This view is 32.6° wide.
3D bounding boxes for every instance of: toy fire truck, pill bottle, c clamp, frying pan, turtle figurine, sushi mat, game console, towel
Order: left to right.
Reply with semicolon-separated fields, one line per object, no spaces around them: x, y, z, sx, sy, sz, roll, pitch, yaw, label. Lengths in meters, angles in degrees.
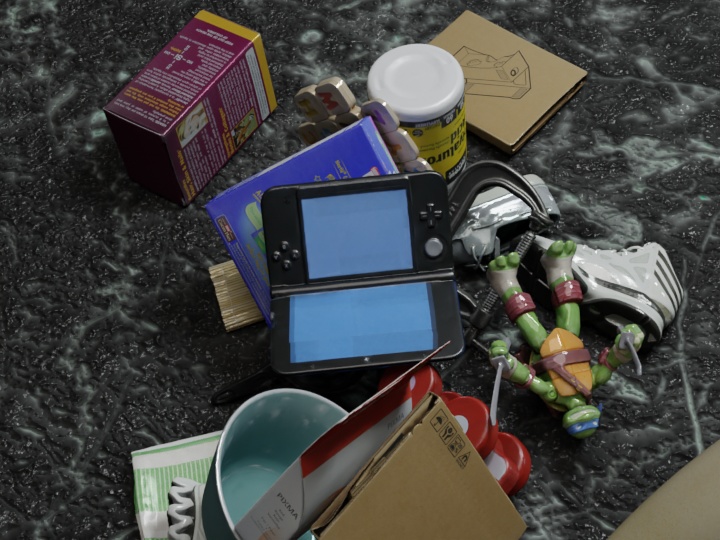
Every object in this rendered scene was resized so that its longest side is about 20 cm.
-0.157;0.259;1.265;0.150;0.024;0.202;-13;53;-4;towel
-0.076;0.003;1.450;0.197;0.012;0.096;-18;53;-7;sushi mat
-0.064;0.106;1.349;0.114;0.190;0.031;36;23;-16;frying pan
0.000;0.000;1.249;0.197;0.173;0.118;-6;14;1;game console
0.068;-0.154;1.432;0.110;0.201;0.112;-3;53;4;pill bottle
0.061;0.196;1.234;0.168;0.112;0.199;-50;48;-5;toy fire truck
0.146;-0.012;1.363;0.170;0.027;0.202;29;100;21;c clamp
0.202;0.060;1.241;0.143;0.199;0.196;-28;63;22;turtle figurine

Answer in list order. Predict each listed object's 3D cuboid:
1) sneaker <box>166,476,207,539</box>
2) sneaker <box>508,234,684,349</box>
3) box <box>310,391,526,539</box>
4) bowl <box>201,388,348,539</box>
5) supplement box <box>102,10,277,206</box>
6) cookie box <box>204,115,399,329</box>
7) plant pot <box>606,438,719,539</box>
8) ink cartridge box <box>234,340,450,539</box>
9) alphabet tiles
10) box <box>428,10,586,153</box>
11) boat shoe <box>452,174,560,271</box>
-0.149;0.293;1.188;0.080;0.076;0.202;2;55;-6;sneaker
0.271;0.001;1.389;0.199;0.076;0.115;32;51;22;sneaker
0.058;0.232;1.104;0.164;0.201;0.021;-47;37;-16;box
-0.072;0.226;1.176;0.199;0.105;0.203;20;50;-25;bowl
-0.209;-0.205;1.546;0.102;0.132;0.201;25;59;24;supplement box
-0.040;-0.047;1.347;0.198;0.173;0.075;-25;12;14;cookie box
0.335;0.250;1.137;0.198;0.188;0.189;-25;53;5;plant pot
-0.004;0.157;1.057;0.050;0.200;0.162;51;43;8;ink cartridge box
0.003;-0.131;1.416;0.015;0.201;0.195;-45;20;-25;alphabet tiles
0.166;-0.248;1.593;0.199;0.021;0.163;33;63;27;box
0.141;-0.041;1.422;0.199;0.070;0.072;-27;58;-11;boat shoe
